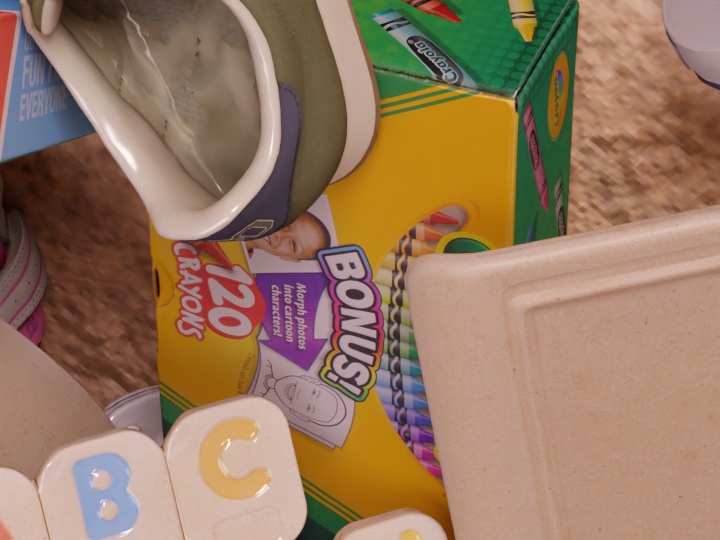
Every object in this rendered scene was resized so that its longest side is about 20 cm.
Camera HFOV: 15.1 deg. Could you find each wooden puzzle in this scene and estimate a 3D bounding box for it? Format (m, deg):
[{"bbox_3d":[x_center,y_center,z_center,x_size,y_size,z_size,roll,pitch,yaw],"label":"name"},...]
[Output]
[{"bbox_3d":[0.124,0.051,0.805,0.200,0.037,0.185,-9,125,5],"label":"wooden puzzle"}]

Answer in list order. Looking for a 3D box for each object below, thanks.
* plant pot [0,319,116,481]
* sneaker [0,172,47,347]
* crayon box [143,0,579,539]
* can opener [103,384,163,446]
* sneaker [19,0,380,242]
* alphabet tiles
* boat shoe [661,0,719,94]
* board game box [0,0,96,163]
[{"bbox_3d":[-0.185,0.097,0.869,0.200,0.135,0.200,16,147,11],"label":"plant pot"},{"bbox_3d":[-0.141,-0.010,0.896,0.088,0.081,0.200,23,141,7],"label":"sneaker"},{"bbox_3d":[0.000,0.000,0.839,0.119,0.058,0.200,13,131,17],"label":"crayon box"},{"bbox_3d":[-0.061,0.120,0.984,0.066,0.053,0.200,29,146,54],"label":"can opener"},{"bbox_3d":[-0.058,-0.098,0.705,0.067,0.090,0.200,-15,107,27],"label":"sneaker"},{"bbox_3d":[-0.057,0.144,0.826,0.015,0.200,0.196,-163,59,-72],"label":"alphabet tiles"},{"bbox_3d":[0.175,-0.078,0.683,0.200,0.072,0.066,-22,133,29],"label":"boat shoe"},{"bbox_3d":[-0.182,-0.060,0.741,0.200,0.153,0.040,6,99,11],"label":"board game box"}]
